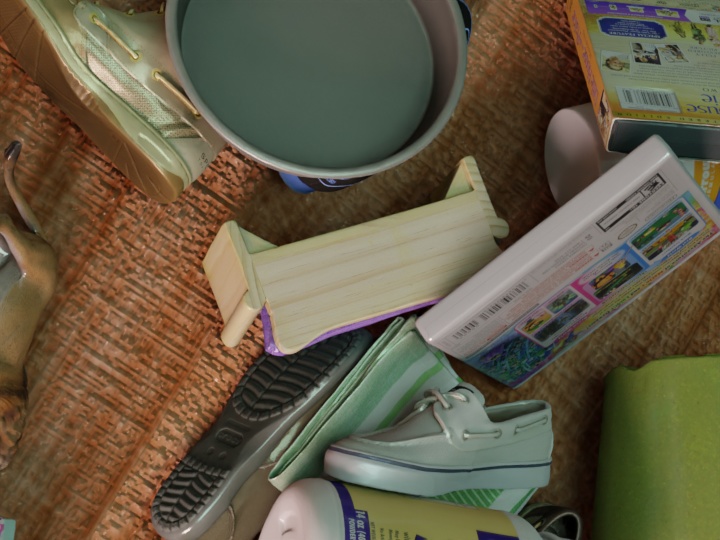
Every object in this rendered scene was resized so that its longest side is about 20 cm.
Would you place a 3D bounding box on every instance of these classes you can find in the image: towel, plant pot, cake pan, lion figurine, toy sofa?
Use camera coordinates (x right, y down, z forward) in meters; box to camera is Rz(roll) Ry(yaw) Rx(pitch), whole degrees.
[{"bbox_3d":[0.039,0.143,1.218,0.153,0.023,0.200,-50,128,-14],"label":"towel"},{"bbox_3d":[0.243,0.163,1.262,0.199,0.200,0.191,2,77,-21],"label":"plant pot"},{"bbox_3d":[-0.030,-0.147,1.128,0.199,0.037,0.201,5,70,-14],"label":"cake pan"},{"bbox_3d":[-0.233,0.030,1.119,0.123,0.072,0.201,46,64,-50],"label":"lion figurine"},{"bbox_3d":[0.000,0.000,1.195,0.199,0.083,0.098,-17,77,-21],"label":"toy sofa"}]

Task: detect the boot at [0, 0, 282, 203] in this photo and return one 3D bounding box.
[{"bbox_3d":[-0.141,-0.165,1.159,0.200,0.073,0.155,47,66,-2],"label":"boot"}]

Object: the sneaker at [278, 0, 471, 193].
[{"bbox_3d":[0.027,-0.125,1.205,0.200,0.078,0.070,-51,117,-26],"label":"sneaker"}]

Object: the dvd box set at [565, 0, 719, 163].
[{"bbox_3d":[0.230,-0.143,1.233,0.145,0.200,0.030,4,126,-7],"label":"dvd box set"}]

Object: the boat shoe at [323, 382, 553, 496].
[{"bbox_3d":[0.058,0.109,1.166,0.199,0.071,0.070,4,96,-40],"label":"boat shoe"}]

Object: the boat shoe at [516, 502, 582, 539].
[{"bbox_3d":[0.101,0.255,1.245,0.072,0.072,0.200,36,76,-5],"label":"boat shoe"}]

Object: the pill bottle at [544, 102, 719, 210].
[{"bbox_3d":[0.242,-0.091,1.287,0.199,0.112,0.113,-10,94,-22],"label":"pill bottle"}]

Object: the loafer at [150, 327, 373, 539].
[{"bbox_3d":[-0.060,0.118,1.197,0.200,0.075,0.070,-46,128,-15],"label":"loafer"}]

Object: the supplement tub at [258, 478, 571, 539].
[{"bbox_3d":[0.038,0.219,1.125,0.199,0.145,0.146,12,86,-17],"label":"supplement tub"}]

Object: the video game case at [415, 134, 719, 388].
[{"bbox_3d":[0.149,0.001,1.191,0.200,0.182,0.024,-39,65,10],"label":"video game case"}]

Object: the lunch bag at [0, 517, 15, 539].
[{"bbox_3d":[-0.308,0.230,1.067,0.169,0.122,0.201,14,73,-16],"label":"lunch bag"}]
